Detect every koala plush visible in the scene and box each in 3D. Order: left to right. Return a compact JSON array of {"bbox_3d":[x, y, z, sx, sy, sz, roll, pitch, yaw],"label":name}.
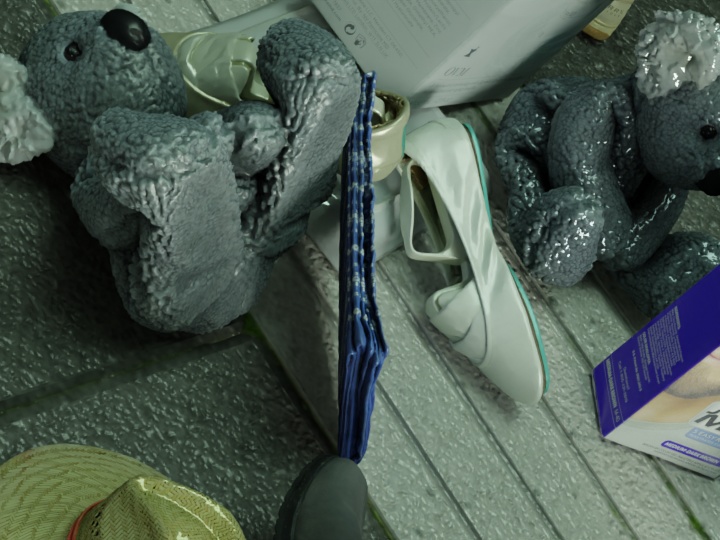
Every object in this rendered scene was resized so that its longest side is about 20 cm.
[{"bbox_3d":[-0.131,-0.080,1.291,0.200,0.184,0.177,38,49,23],"label":"koala plush"},{"bbox_3d":[0.210,-0.099,1.535,0.177,0.200,0.185,17,45,-39],"label":"koala plush"}]

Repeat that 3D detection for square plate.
[{"bbox_3d":[-0.013,-0.108,1.501,0.200,0.028,0.198,51,38,7],"label":"square plate"}]

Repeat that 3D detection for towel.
[{"bbox_3d":[0.000,0.000,1.318,0.024,0.145,0.201,2,58,-3],"label":"towel"}]

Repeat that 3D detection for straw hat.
[{"bbox_3d":[-0.103,0.156,1.137,0.200,0.085,0.202,24,44,-25],"label":"straw hat"}]

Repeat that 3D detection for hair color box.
[{"bbox_3d":[0.259,0.054,1.464,0.109,0.200,0.065,20,44,-28],"label":"hair color box"}]

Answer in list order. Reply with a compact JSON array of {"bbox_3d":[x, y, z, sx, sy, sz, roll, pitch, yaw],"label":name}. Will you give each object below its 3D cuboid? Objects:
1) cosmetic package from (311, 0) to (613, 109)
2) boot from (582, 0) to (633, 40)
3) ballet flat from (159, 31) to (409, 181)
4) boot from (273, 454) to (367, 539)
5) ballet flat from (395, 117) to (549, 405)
[{"bbox_3d":[0.100,-0.222,1.535,0.123,0.200,0.199,53,26,12],"label":"cosmetic package"},{"bbox_3d":[0.230,-0.299,1.788,0.073,0.155,0.201,31,40,-17],"label":"boot"},{"bbox_3d":[-0.060,-0.118,1.403,0.199,0.070,0.070,18,44,-12],"label":"ballet flat"},{"bbox_3d":[0.018,0.173,1.149,0.201,0.131,0.070,-76,155,-49],"label":"boot"},{"bbox_3d":[0.064,-0.002,1.445,0.069,0.069,0.201,-5,74,-44],"label":"ballet flat"}]
